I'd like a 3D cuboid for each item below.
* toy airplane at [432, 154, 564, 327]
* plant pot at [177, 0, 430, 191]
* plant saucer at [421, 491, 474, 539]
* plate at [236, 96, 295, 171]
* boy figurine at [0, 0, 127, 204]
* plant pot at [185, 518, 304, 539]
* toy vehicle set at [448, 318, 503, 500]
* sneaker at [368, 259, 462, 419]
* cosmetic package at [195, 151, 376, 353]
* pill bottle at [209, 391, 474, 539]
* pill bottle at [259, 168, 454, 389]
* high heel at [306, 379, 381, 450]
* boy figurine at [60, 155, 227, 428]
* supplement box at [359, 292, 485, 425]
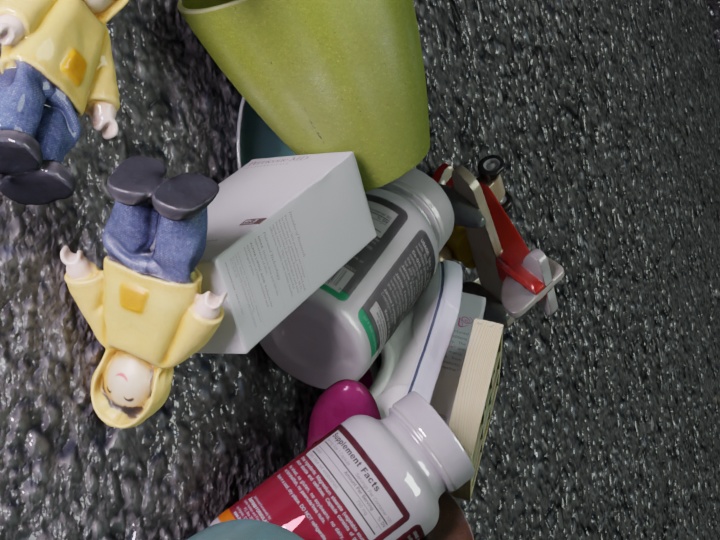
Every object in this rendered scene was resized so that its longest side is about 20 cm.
[{"bbox_3d":[0.127,-0.019,1.501,0.199,0.141,0.201,-143,-150,-84],"label":"toy airplane"},{"bbox_3d":[-0.024,-0.171,1.151,0.201,0.186,0.187,64,33,-24],"label":"plant pot"},{"bbox_3d":[0.034,0.277,1.177,0.034,0.200,0.201,8,75,-28],"label":"plant saucer"},{"bbox_3d":[-0.066,-0.097,1.257,0.200,0.025,0.201,16,71,-61],"label":"plate"},{"bbox_3d":[-0.200,-0.141,0.942,0.124,0.064,0.201,50,45,-44],"label":"boy figurine"},{"bbox_3d":[-0.106,0.272,0.948,0.196,0.199,0.201,-28,110,-70],"label":"plant pot"},{"bbox_3d":[0.103,0.133,1.280,0.200,0.026,0.125,77,27,-71],"label":"toy vehicle set"},{"bbox_3d":[0.043,0.063,1.256,0.073,0.070,0.201,107,2,-50],"label":"sneaker"},{"bbox_3d":[-0.086,-0.017,1.081,0.200,0.112,0.081,-46,126,-49],"label":"cosmetic package"},{"bbox_3d":[-0.012,0.189,1.107,0.200,0.113,0.113,-36,128,-9],"label":"pill bottle"},{"bbox_3d":[0.000,0.000,1.220,0.200,0.113,0.113,-52,131,-41],"label":"pill bottle"},{"bbox_3d":[-0.022,0.189,1.184,0.096,0.067,0.201,-73,170,-51],"label":"high heel"},{"bbox_3d":[-0.155,0.020,0.970,0.064,0.124,0.201,-55,164,-59],"label":"boy figurine"},{"bbox_3d":[0.048,0.116,1.327,0.104,0.101,0.201,94,13,-50],"label":"supplement box"}]
